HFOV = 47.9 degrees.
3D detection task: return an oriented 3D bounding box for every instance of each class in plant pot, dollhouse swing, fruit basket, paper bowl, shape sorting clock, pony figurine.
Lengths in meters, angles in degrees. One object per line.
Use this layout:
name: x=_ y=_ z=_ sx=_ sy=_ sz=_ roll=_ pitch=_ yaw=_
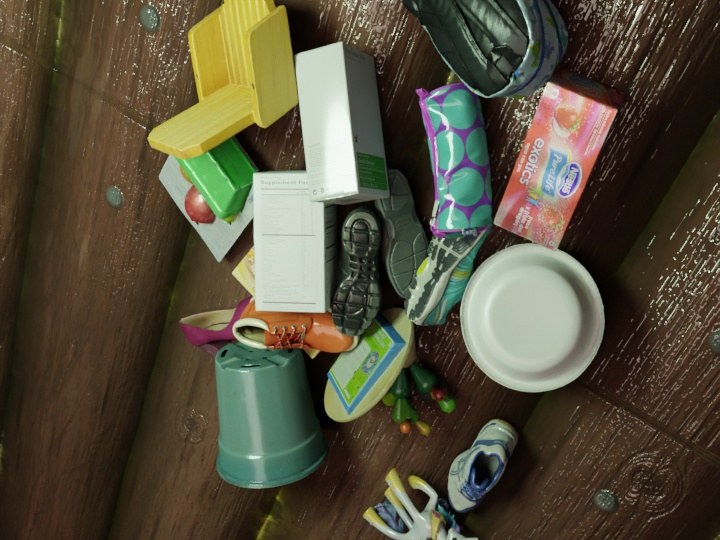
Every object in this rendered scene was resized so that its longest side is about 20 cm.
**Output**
plant pot: x=-0.162 y=0.227 z=1.377 sx=0.196 sy=0.200 sz=0.201 roll=2 pitch=110 yaw=24
dollhouse swing: x=-0.214 y=-0.274 z=1.137 sx=0.199 sy=0.173 sz=0.186 roll=25 pitch=129 yaw=52
fruit basket: x=-0.244 y=-0.135 z=1.325 sx=0.187 sy=0.093 sz=0.200 roll=52 pitch=144 yaw=5
paper bowl: x=0.236 y=0.065 z=1.121 sx=0.196 sy=0.104 sz=0.206 roll=0 pitch=88 yaw=14
shape sorting clock: x=0.013 y=0.145 z=1.256 sx=0.039 sy=0.202 sz=0.200 roll=33 pitch=127 yaw=-21
pony figurine: x=0.100 y=0.463 z=1.395 sx=0.199 sy=0.165 sz=0.195 roll=41 pitch=121 yaw=23

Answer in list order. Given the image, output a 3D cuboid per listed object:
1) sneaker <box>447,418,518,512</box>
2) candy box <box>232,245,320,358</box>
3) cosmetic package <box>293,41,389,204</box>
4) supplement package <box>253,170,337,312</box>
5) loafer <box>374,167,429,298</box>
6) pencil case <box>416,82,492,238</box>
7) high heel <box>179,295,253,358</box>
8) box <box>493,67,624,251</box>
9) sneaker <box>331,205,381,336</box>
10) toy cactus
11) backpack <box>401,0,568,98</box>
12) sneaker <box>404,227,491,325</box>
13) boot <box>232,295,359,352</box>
sneaker: x=0.185 y=0.332 z=1.318 sx=0.074 sy=0.088 sz=0.203 roll=27 pitch=123 yaw=10
candy box: x=-0.105 y=0.032 z=1.340 sx=0.200 sy=0.055 sz=0.115 roll=46 pitch=123 yaw=0
cosmetic package: x=-0.026 y=-0.199 z=1.130 sx=0.083 sy=0.107 sz=0.205 roll=-6 pitch=90 yaw=27
supplement package: x=-0.095 y=-0.048 z=1.226 sx=0.111 sy=0.110 sz=0.205 roll=2 pitch=98 yaw=8
loafer: x=0.057 y=-0.060 z=1.227 sx=0.070 sy=0.063 sz=0.204 roll=-16 pitch=111 yaw=-13
pencil case: x=0.128 y=-0.147 z=1.102 sx=0.085 sy=0.090 sz=0.205 roll=-178 pitch=81 yaw=-70
high heel: x=-0.247 y=0.080 z=1.420 sx=0.096 sy=0.068 sz=0.200 roll=40 pitch=127 yaw=-8
box: x=0.258 y=-0.145 z=1.058 sx=0.093 sy=0.103 sz=0.203 roll=24 pitch=120 yaw=13
sneaker: x=0.000 y=0.000 z=1.225 sx=0.074 sy=0.079 sz=0.205 roll=8 pitch=109 yaw=-2
toy cactus: x=0.058 y=0.172 z=1.313 sx=0.196 sy=0.102 sz=0.169 roll=13 pitch=108 yaw=29
backpack: x=0.163 y=-0.309 z=1.001 sx=0.163 sy=0.151 sz=0.203 roll=-46 pitch=51 yaw=37
sneaker: x=0.137 y=-0.005 z=1.204 sx=0.202 sy=0.078 sz=0.078 roll=-60 pitch=38 yaw=20
boot: x=-0.103 y=0.099 z=1.274 sx=0.196 sy=0.107 sz=0.077 roll=12 pitch=115 yaw=17
